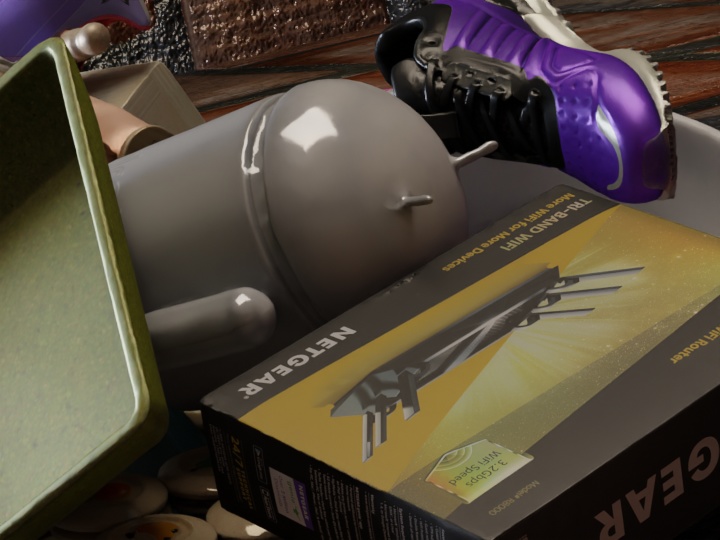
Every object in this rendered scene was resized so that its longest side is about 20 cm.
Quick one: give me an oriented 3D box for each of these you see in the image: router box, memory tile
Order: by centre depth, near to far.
[{"bbox_3d":[0.066,0.048,1.065,0.200,0.052,0.157,-31,36,-33],"label":"router box"},{"bbox_3d":[-0.024,0.102,1.090,0.153,0.017,0.200,-15,22,-23],"label":"memory tile"}]

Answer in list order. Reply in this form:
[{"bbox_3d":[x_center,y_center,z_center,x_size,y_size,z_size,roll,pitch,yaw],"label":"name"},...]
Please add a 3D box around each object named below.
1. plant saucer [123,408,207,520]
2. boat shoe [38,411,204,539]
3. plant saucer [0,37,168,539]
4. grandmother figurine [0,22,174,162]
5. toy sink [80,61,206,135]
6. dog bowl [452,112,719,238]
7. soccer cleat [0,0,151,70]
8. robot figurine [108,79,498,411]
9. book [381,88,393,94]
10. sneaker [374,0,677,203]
[{"bbox_3d":[-0.107,0.072,1.208,0.070,0.019,0.200,-14,39,-28],"label":"plant saucer"},{"bbox_3d":[-0.148,0.093,1.239,0.201,0.073,0.063,-7,2,-25],"label":"boat shoe"},{"bbox_3d":[-0.152,0.040,1.141,0.200,0.200,0.048,-39,-42,26],"label":"plant saucer"},{"bbox_3d":[-0.158,-0.069,1.434,0.061,0.121,0.200,29,-2,-41],"label":"grandmother figurine"},{"bbox_3d":[-0.130,-0.001,1.575,0.130,0.200,0.112,-3,41,41],"label":"toy sink"},{"bbox_3d":[0.095,-0.012,1.351,0.200,0.079,0.200,3,26,-1],"label":"dog bowl"},{"bbox_3d":[-0.200,-0.105,1.538,0.200,0.076,0.067,-39,-5,19],"label":"soccer cleat"},{"bbox_3d":[-0.039,-0.010,1.179,0.200,0.113,0.170,-20,24,30],"label":"robot figurine"},{"bbox_3d":[0.064,-0.041,1.599,0.200,0.134,0.048,-4,11,35],"label":"book"},{"bbox_3d":[0.069,-0.074,1.321,0.099,0.070,0.200,-16,29,-19],"label":"sneaker"}]
